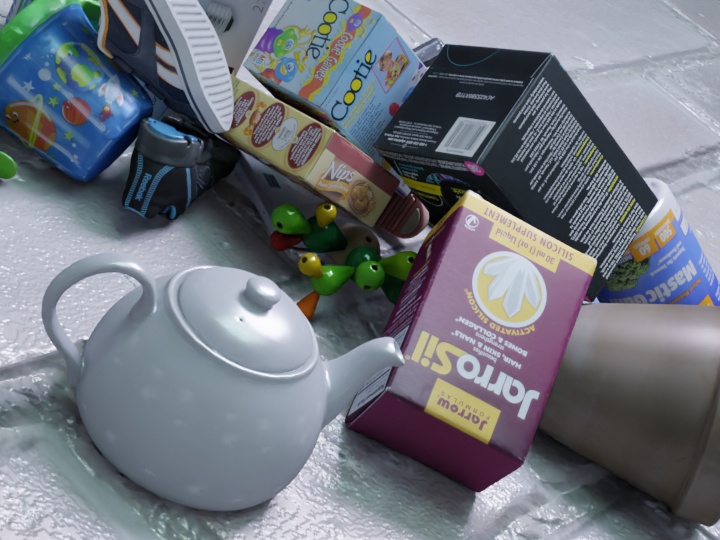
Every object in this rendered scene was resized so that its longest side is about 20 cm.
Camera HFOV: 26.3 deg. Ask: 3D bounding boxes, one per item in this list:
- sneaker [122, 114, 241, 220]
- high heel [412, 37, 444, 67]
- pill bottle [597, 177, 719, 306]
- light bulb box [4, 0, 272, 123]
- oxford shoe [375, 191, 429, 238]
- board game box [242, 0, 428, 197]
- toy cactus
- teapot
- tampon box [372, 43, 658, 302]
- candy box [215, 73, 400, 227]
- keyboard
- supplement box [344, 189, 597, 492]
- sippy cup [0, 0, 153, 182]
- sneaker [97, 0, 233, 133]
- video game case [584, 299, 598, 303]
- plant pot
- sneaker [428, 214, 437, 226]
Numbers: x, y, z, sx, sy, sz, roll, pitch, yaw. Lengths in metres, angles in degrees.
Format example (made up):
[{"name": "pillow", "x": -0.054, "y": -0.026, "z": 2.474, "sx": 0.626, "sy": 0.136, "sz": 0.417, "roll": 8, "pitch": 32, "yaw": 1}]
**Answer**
[{"name": "sneaker", "x": -0.167, "y": -0.092, "z": 1.385, "sx": 0.073, "sy": 0.082, "sz": 0.200, "roll": 26, "pitch": 8, "yaw": 10}, {"name": "high heel", "x": 0.093, "y": -0.169, "z": 1.792, "sx": 0.142, "sy": 0.071, "sz": 0.200, "roll": -32, "pitch": 78, "yaw": -34}, {"name": "pill bottle", "x": 0.290, "y": 0.020, "z": 1.498, "sx": 0.200, "sy": 0.112, "sz": 0.112, "roll": 57, "pitch": 21, "yaw": -21}, {"name": "light bulb box", "x": -0.209, "y": -0.260, "z": 1.467, "sx": 0.199, "sy": 0.199, "sz": 0.125, "roll": 14, "pitch": 31, "yaw": -28}, {"name": "oxford shoe", "x": 0.018, "y": -0.108, "z": 1.588, "sx": 0.074, "sy": 0.071, "sz": 0.200, "roll": 10, "pitch": 37, "yaw": -52}, {"name": "board game box", "x": -0.004, "y": -0.170, "z": 1.454, "sx": 0.103, "sy": 0.105, "sz": 0.200, "roll": 31, "pitch": -6, "yaw": 32}, {"name": "toy cactus", "x": 0.000, "y": 0.000, "z": 1.400, "sx": 0.199, "sy": 0.103, "sz": 0.165, "roll": 22, "pitch": 11, "yaw": -13}, {"name": "teapot", "x": -0.105, "y": 0.064, "z": 1.113, "sx": 0.197, "sy": 0.146, "sz": 0.200, "roll": 40, "pitch": 30, "yaw": 16}, {"name": "tampon box", "x": 0.141, "y": -0.087, "z": 1.390, "sx": 0.150, "sy": 0.126, "sz": 0.200, "roll": 14, "pitch": -27, "yaw": 51}, {"name": "candy box", "x": -0.071, "y": -0.119, "z": 1.416, "sx": 0.200, "sy": 0.055, "sz": 0.115, "roll": 33, "pitch": 0, "yaw": 39}, {"name": "keyboard", "x": -0.094, "y": -0.088, "z": 1.509, "sx": 0.056, "sy": 0.011, "sz": 0.200, "roll": 13, "pitch": 33, "yaw": -40}, {"name": "supplement box", "x": 0.092, "y": 0.058, "z": 1.267, "sx": 0.130, "sy": 0.103, "sz": 0.201, "roll": 27, "pitch": 63, "yaw": -8}, {"name": "sippy cup", "x": -0.255, "y": -0.152, "z": 1.336, "sx": 0.130, "sy": 0.178, "sz": 0.140, "roll": 42, "pitch": 0, "yaw": -2}, {"name": "sneaker", "x": -0.174, "y": -0.199, "z": 1.320, "sx": 0.079, "sy": 0.200, "sz": 0.079, "roll": -9, "pitch": 42, "yaw": 17}, {"name": "video game case", "x": 0.249, "y": 0.071, "z": 1.581, "sx": 0.143, "sy": 0.018, "sz": 0.200, "roll": 22, "pitch": 29, "yaw": -16}, {"name": "plant pot", "x": 0.255, "y": 0.110, "z": 1.378, "sx": 0.173, "sy": 0.201, "sz": 0.200, "roll": 14, "pitch": 28, "yaw": 5}, {"name": "sneaker", "x": 0.144, "y": -0.060, "z": 1.642, "sx": 0.199, "sy": 0.075, "sz": 0.106, "roll": 24, "pitch": 33, "yaw": 5}]
